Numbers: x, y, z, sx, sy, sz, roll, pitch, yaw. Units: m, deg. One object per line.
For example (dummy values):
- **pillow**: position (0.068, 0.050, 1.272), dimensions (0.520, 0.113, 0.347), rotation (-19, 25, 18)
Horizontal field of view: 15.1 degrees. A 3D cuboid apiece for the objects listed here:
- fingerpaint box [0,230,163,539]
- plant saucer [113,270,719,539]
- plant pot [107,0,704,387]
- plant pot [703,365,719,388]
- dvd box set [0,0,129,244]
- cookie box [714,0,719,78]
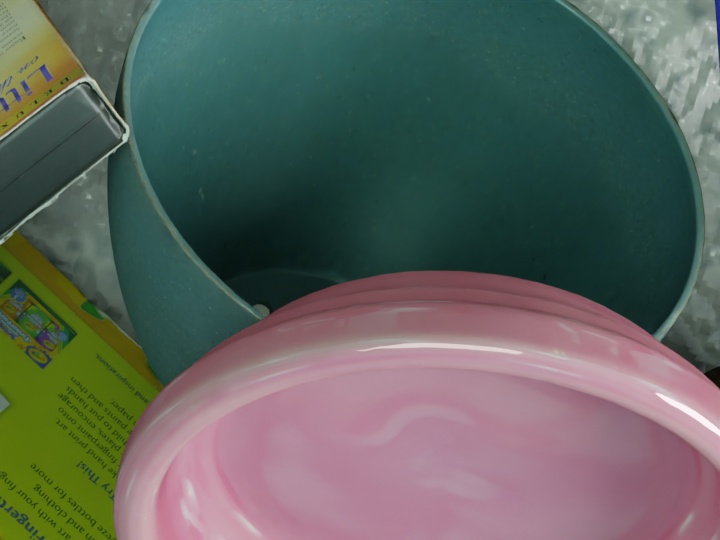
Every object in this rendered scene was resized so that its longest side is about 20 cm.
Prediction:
- **fingerpaint box**: position (-0.139, 0.084, 0.954), dimensions (0.200, 0.167, 0.073), rotation (42, 133, -2)
- **plant saucer**: position (0.028, 0.066, 0.812), dimensions (0.200, 0.051, 0.201), rotation (4, 141, 3)
- **plant pot**: position (0.000, 0.000, 0.929), dimensions (0.200, 0.200, 0.135), rotation (28, 137, 2)
- **plant pot**: position (0.115, 0.120, 0.939), dimensions (0.199, 0.187, 0.187), rotation (-14, 98, 24)
- **dvd box set**: position (-0.163, -0.045, 0.914), dimensions (0.146, 0.200, 0.029), rotation (-39, 120, -1)
- **cookie box**: position (0.197, -0.136, 0.864), dimensions (0.171, 0.075, 0.200), rotation (5, 130, 20)
